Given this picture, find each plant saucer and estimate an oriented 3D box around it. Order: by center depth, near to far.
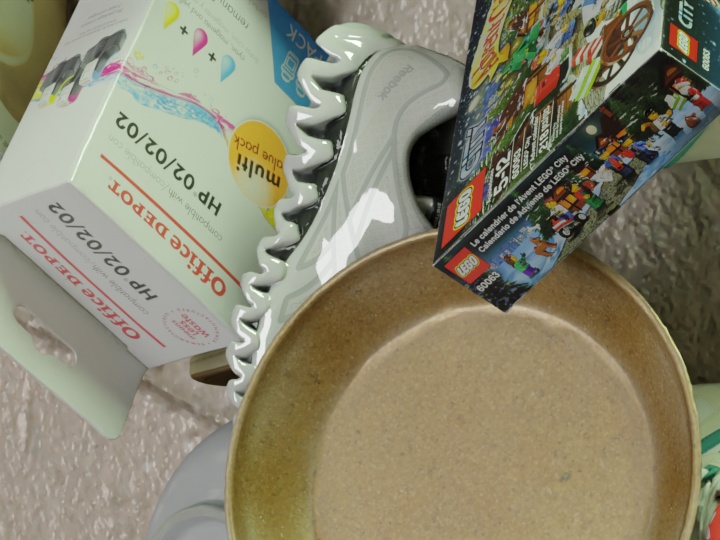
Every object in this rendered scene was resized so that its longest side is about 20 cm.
[{"bbox_3d":[0.043,0.083,1.166,0.199,0.035,0.201,-7,72,22],"label":"plant saucer"}]

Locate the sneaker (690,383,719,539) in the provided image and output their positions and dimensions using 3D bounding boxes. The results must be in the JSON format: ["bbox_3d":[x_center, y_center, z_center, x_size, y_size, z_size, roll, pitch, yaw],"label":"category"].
[{"bbox_3d":[0.149,0.090,1.152,0.199,0.093,0.071,15,102,42],"label":"sneaker"}]

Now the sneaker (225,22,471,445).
[{"bbox_3d":[0.000,0.000,1.232,0.081,0.075,0.201,14,93,26],"label":"sneaker"}]

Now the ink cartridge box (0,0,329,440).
[{"bbox_3d":[-0.090,-0.040,1.298,0.068,0.115,0.201,-17,41,42],"label":"ink cartridge box"}]

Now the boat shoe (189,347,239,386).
[{"bbox_3d":[0.003,-0.001,1.313,0.199,0.071,0.065,-24,70,31],"label":"boat shoe"}]

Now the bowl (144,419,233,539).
[{"bbox_3d":[-0.039,0.150,1.339,0.200,0.090,0.202,2,92,45],"label":"bowl"}]

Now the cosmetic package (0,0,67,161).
[{"bbox_3d":[-0.195,-0.122,1.410,0.071,0.105,0.201,-19,50,22],"label":"cosmetic package"}]

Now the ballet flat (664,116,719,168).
[{"bbox_3d":[0.156,-0.086,1.159,0.070,0.067,0.200,39,124,-8],"label":"ballet flat"}]

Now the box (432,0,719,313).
[{"bbox_3d":[0.092,-0.095,1.158,0.137,0.038,0.201,-44,22,35],"label":"box"}]

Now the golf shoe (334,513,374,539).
[{"bbox_3d":[0.042,0.091,1.250,0.077,0.088,0.201,28,75,15],"label":"golf shoe"}]
